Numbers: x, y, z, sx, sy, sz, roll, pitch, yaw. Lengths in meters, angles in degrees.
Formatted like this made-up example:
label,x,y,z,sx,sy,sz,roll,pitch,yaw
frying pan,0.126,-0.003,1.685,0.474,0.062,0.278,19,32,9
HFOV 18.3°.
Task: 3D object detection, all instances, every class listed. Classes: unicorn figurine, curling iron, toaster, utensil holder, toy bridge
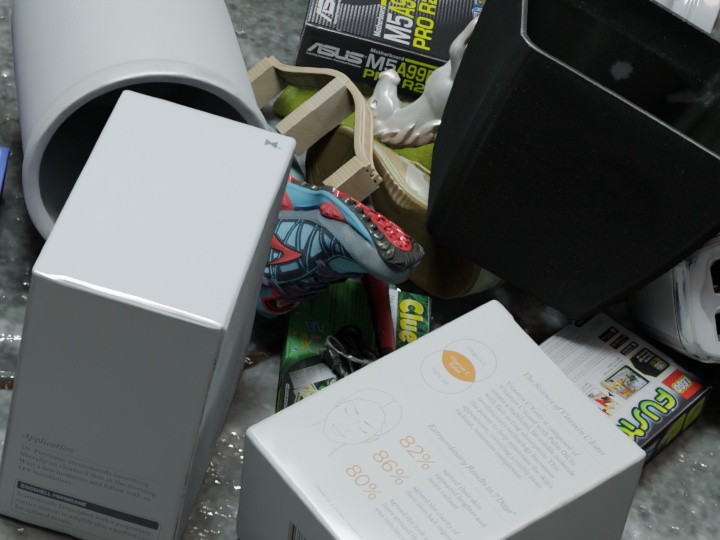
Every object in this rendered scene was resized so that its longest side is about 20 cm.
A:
label,x,y,z,sx,sy,sz,roll,pitch,yaw
unicorn figurine,0.089,-0.139,1.683,0.199,0.138,0.074,21,23,-10
curling iron,0.000,0.000,1.569,0.049,0.026,0.201,7,46,-7
toaster,0.275,0.002,1.610,0.199,0.114,0.129,-8,11,-10
utensil holder,-0.157,-0.122,1.558,0.169,0.170,0.200,4,37,-17
toy bridge,-0.030,-0.116,1.671,0.067,0.027,0.200,-39,38,0

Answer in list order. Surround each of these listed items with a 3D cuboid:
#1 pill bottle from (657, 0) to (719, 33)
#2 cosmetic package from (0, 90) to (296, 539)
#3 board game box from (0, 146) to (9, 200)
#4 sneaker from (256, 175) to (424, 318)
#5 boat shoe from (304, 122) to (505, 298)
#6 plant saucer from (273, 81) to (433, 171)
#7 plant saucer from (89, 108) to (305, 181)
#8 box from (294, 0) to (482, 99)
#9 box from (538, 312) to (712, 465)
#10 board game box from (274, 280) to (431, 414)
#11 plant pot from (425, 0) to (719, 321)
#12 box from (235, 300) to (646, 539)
label,x,y,z,sx,sy,sz,roll,pitch,yaw
pill bottle,0.211,-0.249,1.938,0.199,0.109,0.109,20,38,3
cosmetic package,-0.133,0.032,1.391,0.122,0.201,0.200,17,37,0
board game box,-0.317,-0.020,1.510,0.134,0.045,0.200,11,38,-8
sneaker,-0.031,-0.005,1.530,0.079,0.096,0.200,30,-6,-32
boat shoe,0.035,-0.042,1.659,0.066,0.074,0.200,3,33,-46
plant saucer,0.057,-0.156,1.816,0.199,0.048,0.200,24,38,8
plant saucer,-0.134,-0.081,1.669,0.199,0.027,0.201,11,39,-9
box,0.039,-0.214,1.804,0.159,0.044,0.200,16,38,-4
box,0.145,0.104,1.543,0.110,0.035,0.200,35,42,22
board game box,-0.005,0.078,1.527,0.104,0.024,0.200,11,39,-5
plant pot,0.149,-0.090,1.571,0.199,0.178,0.200,29,30,-13
box,0.048,0.137,1.377,0.199,0.107,0.152,-26,55,-28
